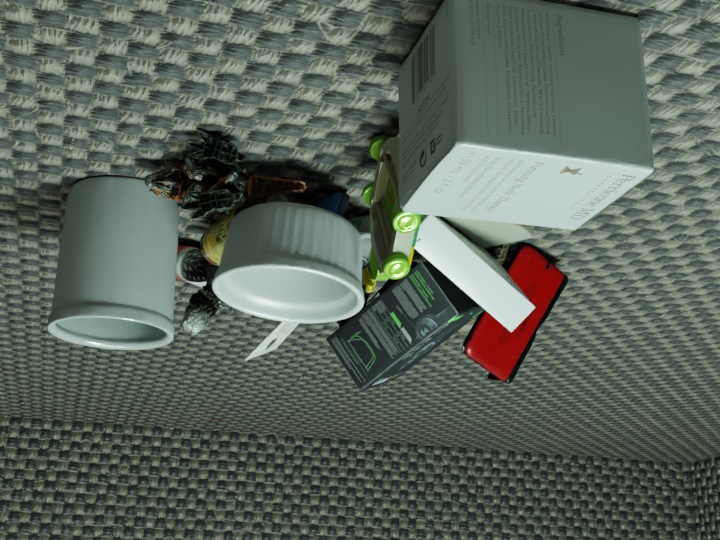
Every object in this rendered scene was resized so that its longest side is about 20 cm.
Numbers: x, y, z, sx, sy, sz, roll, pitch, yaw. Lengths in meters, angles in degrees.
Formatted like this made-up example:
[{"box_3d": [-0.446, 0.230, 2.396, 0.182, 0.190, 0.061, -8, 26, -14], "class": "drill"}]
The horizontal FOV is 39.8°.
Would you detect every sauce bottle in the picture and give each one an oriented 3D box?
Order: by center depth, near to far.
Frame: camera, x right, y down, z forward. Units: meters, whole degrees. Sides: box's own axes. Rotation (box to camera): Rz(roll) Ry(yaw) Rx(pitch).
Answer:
[{"box_3d": [-0.164, -0.062, 1.426, 0.066, 0.067, 0.200, 13, 155, -31], "class": "sauce bottle"}]

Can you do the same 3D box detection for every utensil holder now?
[{"box_3d": [-0.335, -0.008, 1.379, 0.168, 0.202, 0.170, 2, 162, 1], "class": "utensil holder"}]

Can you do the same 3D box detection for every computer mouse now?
[{"box_3d": [0.034, 0.041, 1.486, 0.200, 0.034, 0.059, -34, 165, -41], "class": "computer mouse"}]

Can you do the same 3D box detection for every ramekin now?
[{"box_3d": [-0.090, -0.010, 1.310, 0.199, 0.099, 0.201, 4, 158, 2], "class": "ramekin"}]

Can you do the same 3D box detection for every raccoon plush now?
[{"box_3d": [-0.170, 0.030, 1.531, 0.133, 0.201, 0.097, -9, 132, 31], "class": "raccoon plush"}]

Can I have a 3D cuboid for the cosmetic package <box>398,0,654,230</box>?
[{"box_3d": [0.155, -0.152, 0.982, 0.198, 0.168, 0.167, 5, 161, -15], "class": "cosmetic package"}]

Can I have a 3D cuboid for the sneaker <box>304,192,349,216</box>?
[{"box_3d": [-0.088, -0.062, 1.418, 0.078, 0.066, 0.200, 33, 143, -15], "class": "sneaker"}]

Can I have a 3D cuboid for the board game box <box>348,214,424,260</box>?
[{"box_3d": [0.035, -0.046, 1.501, 0.199, 0.035, 0.126, -10, 158, 29], "class": "board game box"}]

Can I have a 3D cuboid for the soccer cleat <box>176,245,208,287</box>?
[{"box_3d": [-0.249, 0.000, 1.631, 0.073, 0.069, 0.200, 18, 176, 33], "class": "soccer cleat"}]

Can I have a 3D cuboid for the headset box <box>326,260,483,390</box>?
[{"box_3d": [0.079, 0.069, 1.439, 0.200, 0.093, 0.174, -40, 167, 19], "class": "headset box"}]

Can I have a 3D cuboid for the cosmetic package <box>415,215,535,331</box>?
[{"box_3d": [0.125, -0.023, 1.300, 0.200, 0.151, 0.052, 39, 102, -24], "class": "cosmetic package"}]

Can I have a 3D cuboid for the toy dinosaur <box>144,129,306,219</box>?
[{"box_3d": [-0.176, -0.117, 1.266, 0.198, 0.103, 0.136, -19, 175, 2], "class": "toy dinosaur"}]

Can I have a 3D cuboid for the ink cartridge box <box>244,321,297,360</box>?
[{"box_3d": [-0.105, 0.055, 1.530, 0.176, 0.045, 0.200, -43, 175, 6], "class": "ink cartridge box"}]

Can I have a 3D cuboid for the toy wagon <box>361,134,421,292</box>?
[{"box_3d": [0.034, -0.059, 1.198, 0.039, 0.156, 0.201, 0, 130, -12], "class": "toy wagon"}]

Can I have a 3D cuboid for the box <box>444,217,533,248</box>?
[{"box_3d": [0.143, -0.106, 1.233, 0.077, 0.096, 0.200, -10, 160, 27], "class": "box"}]

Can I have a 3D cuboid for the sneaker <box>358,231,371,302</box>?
[{"box_3d": [0.000, 0.000, 1.457, 0.074, 0.083, 0.200, 0, 159, 6], "class": "sneaker"}]

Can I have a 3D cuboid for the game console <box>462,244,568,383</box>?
[{"box_3d": [0.238, 0.071, 1.621, 0.172, 0.201, 0.118, 35, 172, -32], "class": "game console"}]

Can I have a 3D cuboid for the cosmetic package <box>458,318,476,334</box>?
[{"box_3d": [0.188, 0.039, 1.659, 0.103, 0.088, 0.200, -5, 160, 21], "class": "cosmetic package"}]

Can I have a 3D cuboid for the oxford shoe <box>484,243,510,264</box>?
[{"box_3d": [0.194, -0.047, 1.416, 0.072, 0.085, 0.200, 4, 159, -5], "class": "oxford shoe"}]
